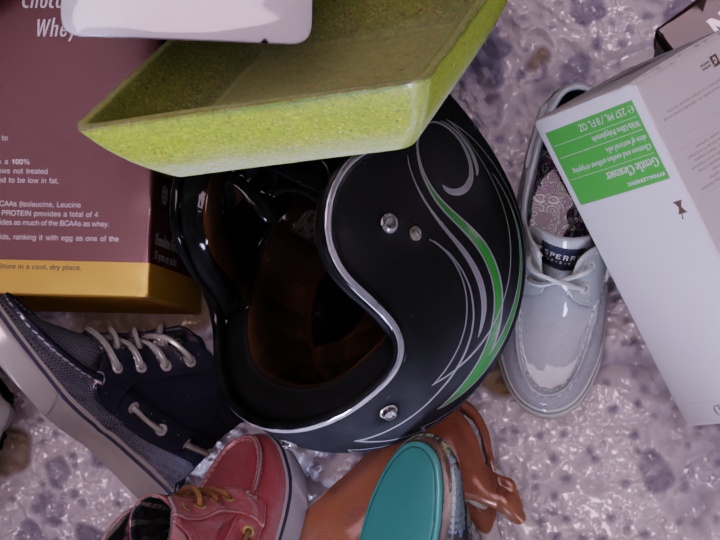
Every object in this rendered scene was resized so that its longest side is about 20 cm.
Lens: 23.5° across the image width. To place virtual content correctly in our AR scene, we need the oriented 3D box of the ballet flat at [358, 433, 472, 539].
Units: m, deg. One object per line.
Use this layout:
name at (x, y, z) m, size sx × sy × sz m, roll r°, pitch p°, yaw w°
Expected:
ballet flat at (0.029, 0.188, 0.966) m, size 0.074 × 0.074 × 0.202 m, roll 18°, pitch 99°, yaw 9°

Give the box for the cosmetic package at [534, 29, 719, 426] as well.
cosmetic package at (0.195, -0.021, 0.963) m, size 0.084 × 0.107 × 0.201 m, roll -29°, pitch 94°, yaw -26°

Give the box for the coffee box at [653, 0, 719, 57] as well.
coffee box at (0.272, -0.085, 1.004) m, size 0.113 × 0.080 × 0.201 m, roll -36°, pitch 81°, yaw 3°

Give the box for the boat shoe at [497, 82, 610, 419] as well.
boat shoe at (0.116, -0.014, 1.023) m, size 0.069 × 0.072 × 0.203 m, roll 6°, pitch 85°, yaw 9°

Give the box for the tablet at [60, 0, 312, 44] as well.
tablet at (-0.086, -0.218, 0.888) m, size 0.129 × 0.014 × 0.202 m, roll 2°, pitch 89°, yaw -5°

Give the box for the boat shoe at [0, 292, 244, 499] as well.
boat shoe at (-0.142, 0.053, 1.006) m, size 0.093 × 0.200 × 0.075 m, roll -41°, pitch 48°, yaw -4°

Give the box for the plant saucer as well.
plant saucer at (-0.021, -0.109, 0.927) m, size 0.198 × 0.200 × 0.048 m, roll -5°, pitch 118°, yaw 25°

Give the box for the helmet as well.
helmet at (0.000, 0.000, 0.978) m, size 0.198 × 0.200 × 0.192 m, roll -16°, pitch 114°, yaw 6°

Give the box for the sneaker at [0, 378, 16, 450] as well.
sneaker at (-0.244, 0.111, 1.042) m, size 0.079 × 0.074 × 0.202 m, roll -5°, pitch 117°, yaw -26°

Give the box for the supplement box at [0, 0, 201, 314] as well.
supplement box at (-0.199, -0.080, 1.044) m, size 0.195 × 0.133 × 0.202 m, roll 1°, pitch 85°, yaw 8°

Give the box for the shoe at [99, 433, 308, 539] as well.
shoe at (-0.088, 0.144, 0.972) m, size 0.071 × 0.201 × 0.091 m, roll -25°, pitch 120°, yaw 24°

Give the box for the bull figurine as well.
bull figurine at (0.009, 0.166, 1.025) m, size 0.200 × 0.065 × 0.122 m, roll -43°, pitch 87°, yaw 8°
